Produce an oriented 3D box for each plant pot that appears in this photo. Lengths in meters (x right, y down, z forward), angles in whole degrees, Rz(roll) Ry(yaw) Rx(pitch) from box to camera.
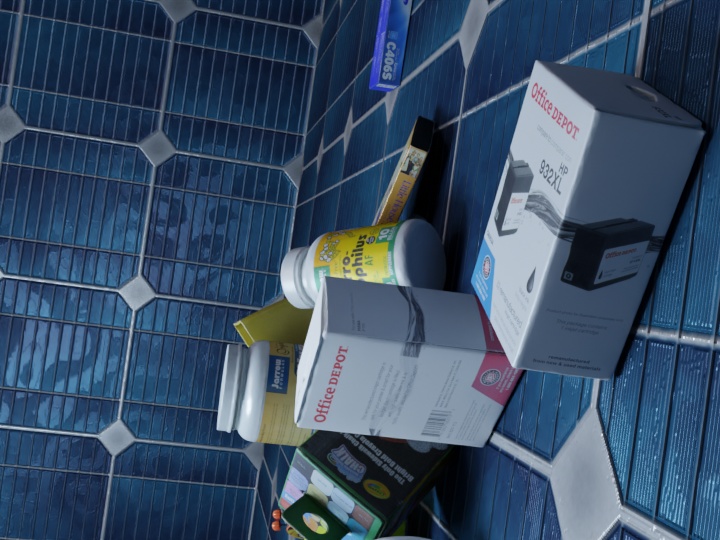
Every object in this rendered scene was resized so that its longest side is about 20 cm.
[{"bbox_3d":[-0.076,0.121,1.470,0.200,0.176,0.200,57,167,-2],"label":"plant pot"}]

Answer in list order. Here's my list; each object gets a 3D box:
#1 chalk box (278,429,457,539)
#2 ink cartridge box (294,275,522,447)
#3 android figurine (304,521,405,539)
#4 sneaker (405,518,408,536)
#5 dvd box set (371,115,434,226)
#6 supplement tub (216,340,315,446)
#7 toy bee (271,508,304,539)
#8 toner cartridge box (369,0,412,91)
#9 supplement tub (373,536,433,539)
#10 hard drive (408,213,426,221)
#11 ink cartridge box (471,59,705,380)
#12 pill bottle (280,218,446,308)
[{"bbox_3d":[-0.003,0.234,0.988,0.200,0.125,0.124,-37,-23,-39],"label":"chalk box"},{"bbox_3d":[0.045,0.092,0.882,0.083,0.200,0.147,-94,16,-47],"label":"ink cartridge box"},{"bbox_3d":[-0.002,0.343,1.102,0.182,0.041,0.200,4,93,40],"label":"android figurine"},{"bbox_3d":[0.014,0.385,1.166,0.089,0.078,0.200,-94,16,-58],"label":"sneaker"},{"bbox_3d":[0.054,-0.113,1.299,0.146,0.029,0.200,-74,6,-64],"label":"dvd box set"},{"bbox_3d":[-0.098,0.177,1.279,0.145,0.200,0.145,-172,90,-80],"label":"supplement tub"},{"bbox_3d":[-0.064,0.343,1.229,0.131,0.109,0.200,-103,24,-63],"label":"toy bee"},{"bbox_3d":[0.058,-0.437,1.651,0.095,0.043,0.200,-153,71,-78],"label":"toner cartridge box"},{"bbox_3d":[0.043,0.377,0.872,0.132,0.132,0.200,109,164,-47],"label":"supplement tub"},{"bbox_3d":[0.026,0.016,1.326,0.132,0.027,0.200,-62,6,-37],"label":"hard drive"},{"bbox_3d":[0.161,-0.042,0.677,0.145,0.084,0.200,-102,23,-63],"label":"ink cartridge box"},{"bbox_3d":[0.000,0.000,1.161,0.113,0.200,0.113,15,-108,-55],"label":"pill bottle"}]
